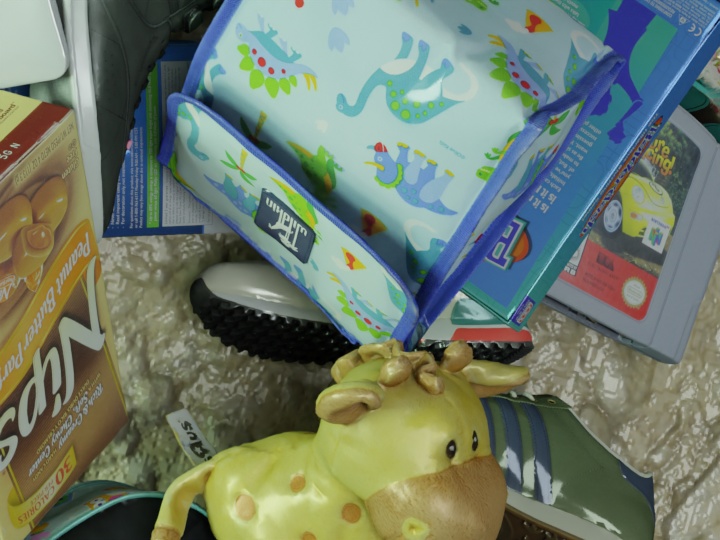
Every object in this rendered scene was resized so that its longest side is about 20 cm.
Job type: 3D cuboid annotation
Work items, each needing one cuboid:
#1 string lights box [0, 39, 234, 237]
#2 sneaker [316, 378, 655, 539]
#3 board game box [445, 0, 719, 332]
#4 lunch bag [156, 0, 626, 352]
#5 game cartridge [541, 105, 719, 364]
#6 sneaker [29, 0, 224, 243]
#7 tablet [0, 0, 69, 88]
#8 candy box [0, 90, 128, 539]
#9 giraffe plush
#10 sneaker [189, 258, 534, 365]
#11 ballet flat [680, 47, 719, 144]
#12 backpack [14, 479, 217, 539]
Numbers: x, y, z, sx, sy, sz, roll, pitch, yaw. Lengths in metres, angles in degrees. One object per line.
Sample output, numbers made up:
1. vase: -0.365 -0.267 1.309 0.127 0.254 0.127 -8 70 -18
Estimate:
1. string lights box: -0.161 -0.068 1.542 0.199 0.059 0.103 -2 97 -21
2. sneaker: 0.075 0.099 1.608 0.200 0.067 0.090 33 47 -3
3. board game box: 0.077 -0.093 1.536 0.152 0.045 0.200 36 91 13
4. lunch bag: 0.001 -0.070 1.458 0.170 0.200 0.127 41 39 9
5. game cartridge: 0.135 -0.039 1.633 0.200 0.041 0.134 26 77 -44
6. sneaker: -0.111 -0.109 1.475 0.099 0.071 0.201 -12 117 -26
7. tablet: -0.241 -0.143 1.453 0.014 0.199 0.131 -32 112 -60
8. candy box: -0.178 0.026 1.450 0.115 0.055 0.201 -49 144 -41
9. giraffe plush: 0.012 0.108 1.472 0.200 0.162 0.173 46 38 -3
10. sneaker: 0.001 0.000 1.616 0.199 0.070 0.094 7 70 -20
11. ballet flat: 0.203 -0.111 1.679 0.200 0.076 0.064 32 73 -30
12. backpack: -0.145 0.206 1.526 0.200 0.153 0.176 -34 99 -15
